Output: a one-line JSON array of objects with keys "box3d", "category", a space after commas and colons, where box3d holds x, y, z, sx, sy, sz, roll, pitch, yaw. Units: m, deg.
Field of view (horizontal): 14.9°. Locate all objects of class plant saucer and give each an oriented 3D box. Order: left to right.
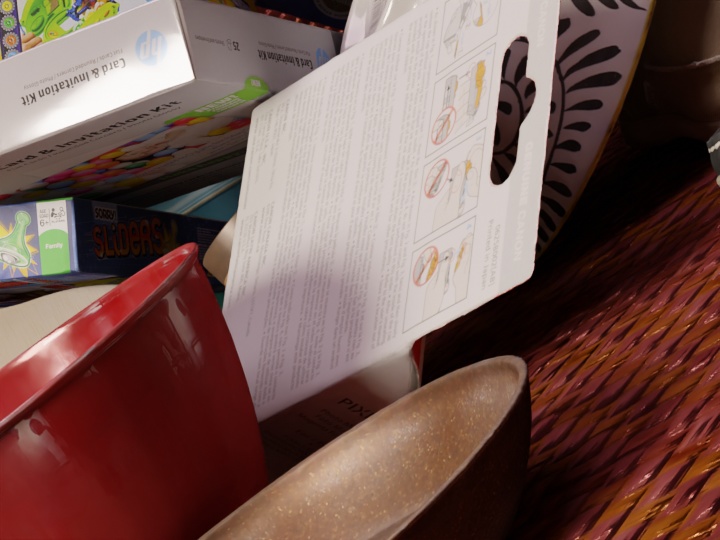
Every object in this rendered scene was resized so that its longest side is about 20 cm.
[{"box3d": [-0.022, 0.100, 0.812, 0.200, 0.037, 0.200, -37, 8, 6], "category": "plant saucer"}]

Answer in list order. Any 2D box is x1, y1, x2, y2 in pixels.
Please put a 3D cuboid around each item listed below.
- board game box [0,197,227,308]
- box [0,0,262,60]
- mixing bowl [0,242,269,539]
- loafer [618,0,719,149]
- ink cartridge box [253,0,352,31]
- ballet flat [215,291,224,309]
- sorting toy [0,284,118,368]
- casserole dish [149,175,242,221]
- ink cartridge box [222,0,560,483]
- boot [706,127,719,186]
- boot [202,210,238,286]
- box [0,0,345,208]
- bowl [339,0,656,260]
[{"box3d": [-0.151, -0.004, 1.293, 0.135, 0.035, 0.200, -6, -5, 19], "category": "board game box"}, {"box3d": [-0.160, -0.113, 1.328, 0.192, 0.122, 0.200, -30, -11, 7], "category": "box"}, {"box3d": [-0.107, 0.092, 0.980, 0.200, 0.109, 0.200, -36, 7, 5], "category": "mixing bowl"}, {"box3d": [0.144, -0.095, 1.134, 0.076, 0.068, 0.200, -39, 7, -19], "category": "loafer"}, {"box3d": [0.054, -0.157, 1.297, 0.200, 0.196, 0.043, 106, 180, -46], "category": "ink cartridge box"}, {"box3d": [-0.087, 0.034, 1.404, 0.199, 0.071, 0.071, -4, 21, 22], "category": "ballet flat"}, {"box3d": [-0.141, 0.081, 1.161, 0.180, 0.200, 0.107, -27, -40, -19], "category": "sorting toy"}, {"box3d": [-0.058, -0.011, 1.428, 0.200, 0.121, 0.039, -31, 27, 37], "category": "casserole dish"}, {"box3d": [0.021, -0.022, 1.037, 0.200, 0.057, 0.163, -25, 47, 43], "category": "ink cartridge box"}, {"box3d": [0.146, -0.127, 0.969, 0.073, 0.154, 0.204, -29, 10, 47], "category": "boot"}, {"box3d": [0.000, 0.000, 1.287, 0.074, 0.075, 0.200, -52, -13, 20], "category": "boot"}, {"box3d": [-0.092, -0.067, 1.190, 0.155, 0.041, 0.200, -18, -10, 23], "category": "box"}, {"box3d": [0.049, -0.105, 1.168, 0.201, 0.094, 0.202, -161, 90, -78], "category": "bowl"}]
